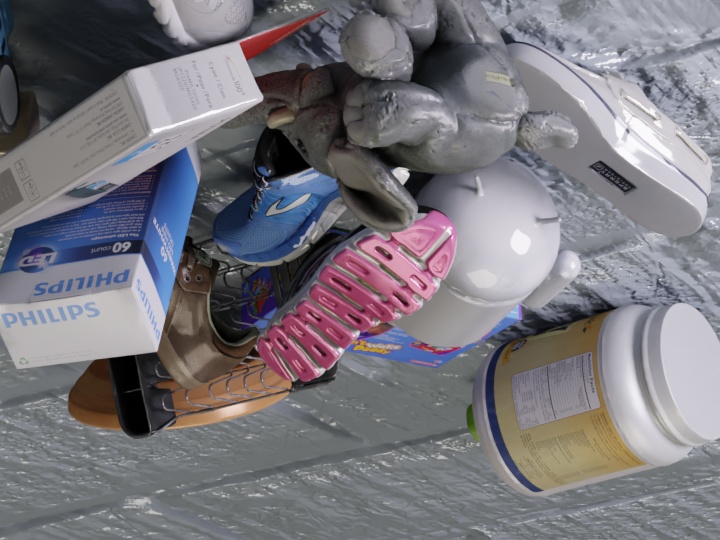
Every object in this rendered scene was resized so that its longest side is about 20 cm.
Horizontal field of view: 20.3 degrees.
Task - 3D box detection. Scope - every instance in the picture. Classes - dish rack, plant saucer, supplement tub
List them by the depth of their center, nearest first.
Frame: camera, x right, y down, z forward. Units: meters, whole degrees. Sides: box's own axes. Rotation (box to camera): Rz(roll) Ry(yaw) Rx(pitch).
[{"bbox_3d":[-0.110,0.039,1.595,0.198,0.155,0.054,-15,175,27],"label":"dish rack"},{"bbox_3d":[-0.156,0.092,1.743,0.198,0.038,0.200,-6,-167,1],"label":"plant saucer"},{"bbox_3d":[0.215,0.113,1.789,0.199,0.146,0.144,-19,151,35],"label":"supplement tub"}]

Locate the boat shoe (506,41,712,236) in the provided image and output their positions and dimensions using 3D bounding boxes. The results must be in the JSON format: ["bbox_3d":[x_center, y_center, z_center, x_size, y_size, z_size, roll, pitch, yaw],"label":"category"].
[{"bbox_3d":[0.170,-0.103,1.385,0.199,0.066,0.072,34,147,-20],"label":"boat shoe"}]

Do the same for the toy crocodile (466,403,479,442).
[{"bbox_3d":[0.177,0.157,1.991,0.067,0.062,0.199,-17,153,32],"label":"toy crocodile"}]

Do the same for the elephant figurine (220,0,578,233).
[{"bbox_3d":[0.011,-0.100,1.306,0.141,0.156,0.200,-17,168,-32],"label":"elephant figurine"}]

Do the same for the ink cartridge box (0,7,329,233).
[{"bbox_3d":[-0.128,-0.092,1.263,0.175,0.045,0.199,-24,180,-43],"label":"ink cartridge box"}]

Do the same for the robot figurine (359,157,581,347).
[{"bbox_3d":[0.079,-0.014,1.523,0.168,0.114,0.200,14,153,-16],"label":"robot figurine"}]

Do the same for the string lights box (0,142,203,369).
[{"bbox_3d":[-0.176,-0.027,1.363,0.102,0.201,0.059,-7,129,13],"label":"string lights box"}]

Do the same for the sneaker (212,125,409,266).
[{"bbox_3d":[-0.049,-0.072,1.451,0.089,0.079,0.200,27,139,-29],"label":"sneaker"}]

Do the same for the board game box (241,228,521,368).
[{"bbox_3d":[0.017,0.026,1.698,0.198,0.045,0.134,12,153,-30],"label":"board game box"}]

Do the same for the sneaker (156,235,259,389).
[{"bbox_3d":[-0.148,-0.007,1.520,0.075,0.071,0.201,-27,114,8],"label":"sneaker"}]

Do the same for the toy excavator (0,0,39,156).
[{"bbox_3d":[-0.249,-0.132,1.263,0.099,0.200,0.196,-4,116,8],"label":"toy excavator"}]

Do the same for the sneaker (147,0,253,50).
[{"bbox_3d":[-0.088,-0.189,1.156,0.081,0.075,0.200,-12,159,9],"label":"sneaker"}]

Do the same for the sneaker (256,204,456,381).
[{"bbox_3d":[0.000,0.000,1.465,0.074,0.088,0.200,37,131,-15],"label":"sneaker"}]
